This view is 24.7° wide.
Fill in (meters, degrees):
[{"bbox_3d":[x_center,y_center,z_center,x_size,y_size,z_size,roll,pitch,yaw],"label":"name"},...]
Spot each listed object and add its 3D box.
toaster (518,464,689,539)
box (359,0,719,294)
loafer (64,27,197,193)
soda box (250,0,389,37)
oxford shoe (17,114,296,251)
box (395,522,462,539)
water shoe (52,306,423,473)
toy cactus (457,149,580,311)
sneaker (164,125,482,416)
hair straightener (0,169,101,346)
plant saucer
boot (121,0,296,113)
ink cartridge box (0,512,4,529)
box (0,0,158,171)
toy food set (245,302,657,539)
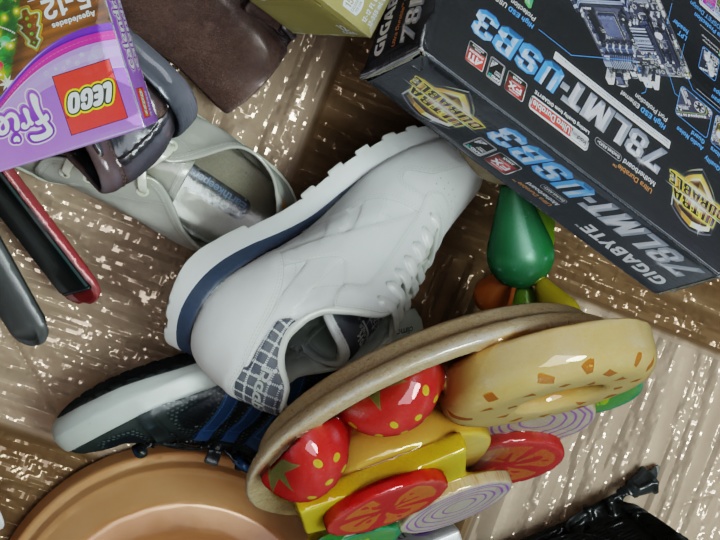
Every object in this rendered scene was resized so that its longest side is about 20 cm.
[{"bbox_3d":[0.116,0.214,0.849,0.198,0.181,0.120,-21,108,-10],"label":"toaster"},{"bbox_3d":[0.109,-0.123,0.770,0.199,0.050,0.200,32,61,-28],"label":"box"},{"bbox_3d":[-0.168,-0.115,0.755,0.199,0.072,0.063,37,70,1],"label":"loafer"},{"bbox_3d":[0.009,-0.205,0.724,0.064,0.068,0.201,31,80,-35],"label":"soda box"},{"bbox_3d":[-0.117,-0.062,0.808,0.199,0.058,0.076,28,96,-14],"label":"oxford shoe"},{"bbox_3d":[-0.040,0.178,0.837,0.198,0.039,0.042,-21,105,-10],"label":"box"},{"bbox_3d":[-0.054,0.074,0.833,0.198,0.071,0.080,-16,94,-11],"label":"water shoe"},{"bbox_3d":[0.095,-0.049,0.821,0.165,0.102,0.202,29,81,-54],"label":"toy cactus"},{"bbox_3d":[0.000,0.000,0.803,0.200,0.080,0.077,-37,145,-30],"label":"sneaker"},{"bbox_3d":[-0.203,-0.045,0.764,0.077,0.041,0.201,-44,114,-32],"label":"hair straightener"},{"bbox_3d":[-0.098,0.193,0.865,0.198,0.037,0.202,-2,99,-14],"label":"plant saucer"},{"bbox_3d":[-0.072,-0.199,0.799,0.166,0.072,0.201,34,92,-24],"label":"boot"},{"bbox_3d":[-0.281,0.060,0.797,0.161,0.050,0.202,-22,108,-10],"label":"ink cartridge box"},{"bbox_3d":[-0.202,-0.101,0.714,0.198,0.039,0.138,-16,98,5],"label":"box"},{"bbox_3d":[0.042,0.077,0.772,0.198,0.198,0.049,-21,68,-5],"label":"toy food set"}]
